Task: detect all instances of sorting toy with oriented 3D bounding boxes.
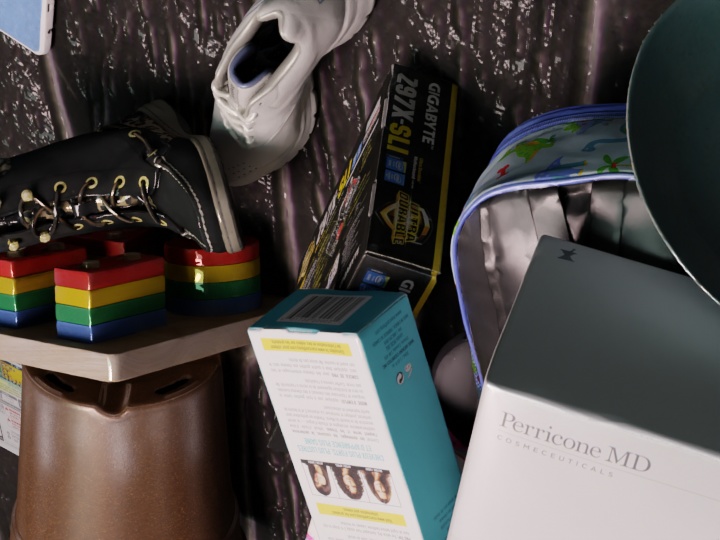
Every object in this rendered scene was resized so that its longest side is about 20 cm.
[{"bbox_3d":[-0.172,0.012,1.086,0.199,0.198,0.070,7,103,38],"label":"sorting toy"}]

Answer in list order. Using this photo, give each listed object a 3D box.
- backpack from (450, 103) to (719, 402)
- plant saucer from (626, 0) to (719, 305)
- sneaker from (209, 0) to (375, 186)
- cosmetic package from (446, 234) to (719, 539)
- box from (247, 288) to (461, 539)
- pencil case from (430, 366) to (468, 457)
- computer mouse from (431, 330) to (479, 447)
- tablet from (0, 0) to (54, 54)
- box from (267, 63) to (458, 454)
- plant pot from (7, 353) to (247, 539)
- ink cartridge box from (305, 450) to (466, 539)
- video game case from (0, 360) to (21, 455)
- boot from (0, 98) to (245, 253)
[{"bbox_3d":[0.144,0.010,0.818,0.182,0.147,0.201,-2,123,27],"label":"backpack"},{"bbox_3d":[0.209,-0.045,0.705,0.201,0.201,0.039,45,155,6],"label":"plant saucer"},{"bbox_3d":[-0.065,-0.121,0.964,0.074,0.087,0.200,39,138,10],"label":"sneaker"},{"bbox_3d":[0.148,0.119,0.718,0.198,0.123,0.201,16,127,10],"label":"cosmetic package"},{"bbox_3d":[0.010,0.110,0.853,0.082,0.049,0.201,2,118,40],"label":"box"},{"bbox_3d":[0.072,0.130,1.027,0.200,0.087,0.088,38,137,16],"label":"pencil case"},{"bbox_3d":[0.140,0.093,0.959,0.199,0.053,0.139,21,111,22],"label":"computer mouse"},{"bbox_3d":[-0.300,-0.255,1.130,0.199,0.014,0.131,33,136,20],"label":"tablet"},{"bbox_3d":[0.000,0.000,0.941,0.049,0.160,0.200,18,136,-9],"label":"box"},{"bbox_3d":[-0.185,0.147,1.197,0.199,0.200,0.199,20,122,29],"label":"plant pot"},{"bbox_3d":[0.027,0.190,0.999,0.116,0.067,0.201,37,144,17],"label":"ink cartridge box"},{"bbox_3d":[-0.304,0.101,1.382,0.199,0.022,0.183,21,131,30],"label":"video game case"},{"bbox_3d":[-0.169,-0.043,1.009,0.204,0.153,0.074,-134,28,-58],"label":"boot"}]
